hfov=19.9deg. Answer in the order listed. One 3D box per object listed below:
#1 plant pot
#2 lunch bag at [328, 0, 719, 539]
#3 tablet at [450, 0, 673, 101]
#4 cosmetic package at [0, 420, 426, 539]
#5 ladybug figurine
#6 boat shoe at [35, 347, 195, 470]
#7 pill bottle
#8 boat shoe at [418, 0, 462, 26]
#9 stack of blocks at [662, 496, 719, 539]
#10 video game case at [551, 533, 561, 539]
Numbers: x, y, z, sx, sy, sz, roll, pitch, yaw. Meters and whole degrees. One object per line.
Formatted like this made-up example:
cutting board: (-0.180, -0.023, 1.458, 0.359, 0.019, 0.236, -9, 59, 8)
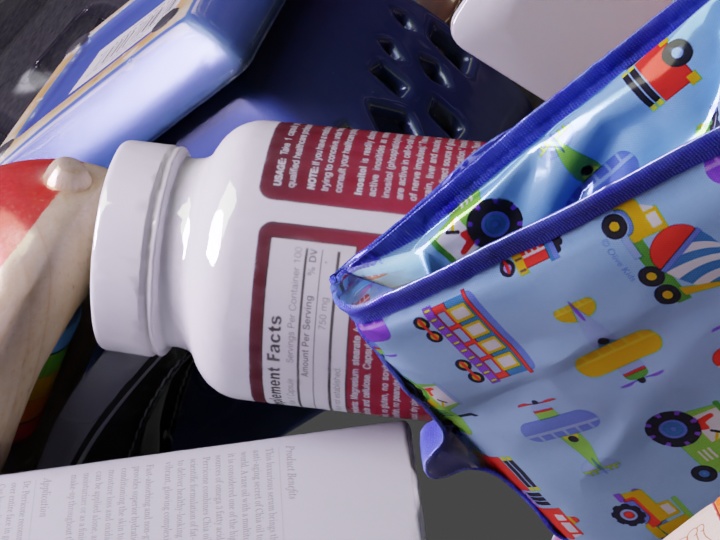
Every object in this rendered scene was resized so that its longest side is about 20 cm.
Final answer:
plant pot: (-0.054, -0.049, 0.979, 0.200, 0.180, 0.200, -33, 19, 29)
lunch bag: (0.099, 0.018, 0.650, 0.200, 0.151, 0.094, -34, 28, 25)
tablet: (0.142, -0.148, 0.859, 0.200, 0.130, 0.014, -55, 24, 15)
cosmetic package: (-0.072, 0.125, 0.793, 0.199, 0.072, 0.102, -8, 31, 1)
ladybug figurine: (-0.158, 0.030, 0.867, 0.200, 0.072, 0.136, -64, -4, 29)
boat shoe: (-0.108, 0.101, 0.908, 0.200, 0.068, 0.074, -59, -11, 18)
pill bottle: (0.000, 0.000, 0.815, 0.199, 0.113, 0.113, 7, 42, 5)
boat shoe: (0.066, -0.172, 1.111, 0.200, 0.070, 0.070, -56, 26, -16)
stack of blocks: (0.105, 0.144, 0.596, 0.200, 0.059, 0.115, -41, 36, 19)
video game case: (0.166, 0.034, 0.726, 0.200, 0.024, 0.182, -15, 40, 47)
